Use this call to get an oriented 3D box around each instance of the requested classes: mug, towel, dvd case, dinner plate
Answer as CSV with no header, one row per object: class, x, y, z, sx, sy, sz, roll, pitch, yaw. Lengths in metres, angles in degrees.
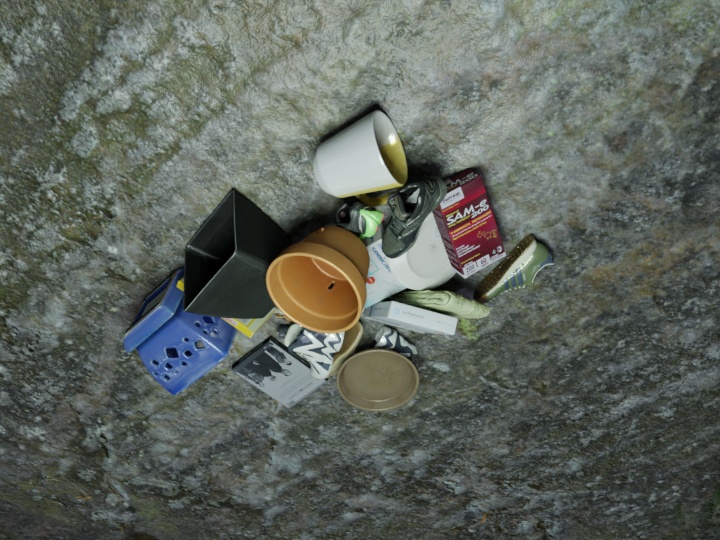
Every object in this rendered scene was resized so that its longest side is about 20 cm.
mug,-0.001,-0.196,1.361,0.153,0.149,0.187,-17,107,23
towel,0.175,0.079,1.560,0.148,0.037,0.200,19,165,-36
dvd case,-0.206,0.264,1.789,0.150,0.025,0.200,-37,120,25
dinner plate,0.151,-0.048,1.492,0.200,0.024,0.201,-9,112,-23

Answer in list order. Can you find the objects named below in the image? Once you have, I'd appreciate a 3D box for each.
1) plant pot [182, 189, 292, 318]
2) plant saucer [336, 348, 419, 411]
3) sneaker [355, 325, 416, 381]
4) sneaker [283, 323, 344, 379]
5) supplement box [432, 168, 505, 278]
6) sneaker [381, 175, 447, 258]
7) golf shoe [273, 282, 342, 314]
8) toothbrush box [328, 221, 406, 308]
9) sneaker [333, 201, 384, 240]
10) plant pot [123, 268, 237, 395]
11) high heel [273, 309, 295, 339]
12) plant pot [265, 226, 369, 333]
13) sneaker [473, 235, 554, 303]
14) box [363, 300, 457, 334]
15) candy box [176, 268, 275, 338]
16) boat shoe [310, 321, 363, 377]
plant pot,-0.247,-0.011,1.483,0.177,0.200,0.200,26,124,-31
plant saucer,0.041,0.260,1.686,0.200,0.029,0.200,0,124,0
sneaker,0.066,0.239,1.732,0.129,0.080,0.199,28,113,-9
sneaker,-0.120,0.173,1.609,0.129,0.080,0.199,17,145,-7
supplement box,0.220,-0.097,1.453,0.109,0.061,0.200,-29,119,-8
sneaker,0.078,-0.100,1.370,0.114,0.076,0.200,-14,148,-48
golf shoe,-0.085,0.080,1.512,0.200,0.078,0.097,-8,133,9
toothbrush box,0.000,0.000,1.548,0.200,0.085,0.146,-27,123,18
sneaker,-0.015,-0.103,1.437,0.084,0.077,0.200,35,160,-10
plant pot,-0.404,0.125,1.581,0.200,0.200,0.180,-37,113,26
high heel,-0.131,0.090,1.627,0.142,0.072,0.200,-1,136,1
plant pot,-0.069,0.006,1.389,0.200,0.140,0.200,13,132,15
sneaker,0.350,0.018,1.568,0.090,0.067,0.200,32,118,-16
box,0.107,0.107,1.574,0.156,0.200,0.041,16,84,-13
candy box,-0.295,0.061,1.542,0.200,0.102,0.026,35,125,3
boat shoe,-0.048,0.190,1.713,0.064,0.071,0.200,1,138,-47
